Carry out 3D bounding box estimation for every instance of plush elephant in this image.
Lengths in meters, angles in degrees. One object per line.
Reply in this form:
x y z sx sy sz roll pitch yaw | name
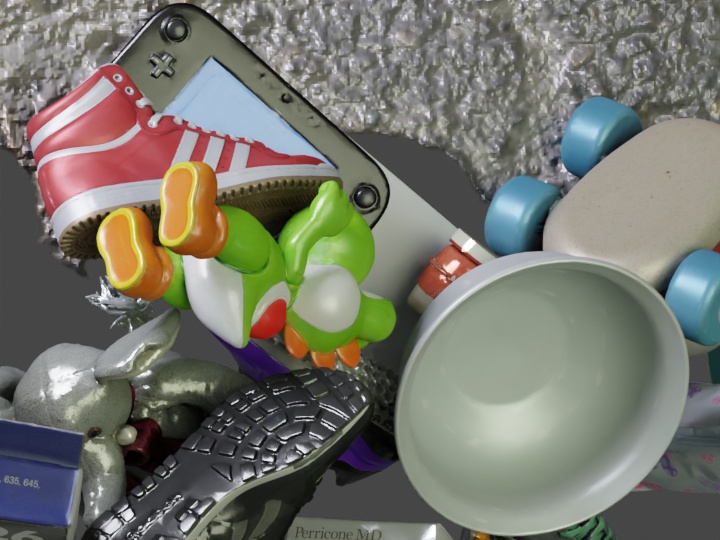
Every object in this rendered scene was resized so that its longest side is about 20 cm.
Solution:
-0.150 0.098 1.404 0.155 0.165 0.200 -12 78 -62 | plush elephant

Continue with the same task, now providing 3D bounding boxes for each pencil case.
0.243 0.115 1.600 0.091 0.200 0.083 21 76 -34 | pencil case

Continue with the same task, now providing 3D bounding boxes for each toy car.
0.214 0.011 1.618 0.177 0.184 0.200 -46 142 -27 | toy car

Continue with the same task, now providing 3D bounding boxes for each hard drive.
0.000 0.000 1.561 0.200 0.027 0.132 39 74 -23 | hard drive

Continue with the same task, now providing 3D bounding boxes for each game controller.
-0.078 -0.079 1.486 0.200 0.042 0.104 41 74 -9 | game controller

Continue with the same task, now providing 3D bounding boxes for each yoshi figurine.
-0.059 -0.013 1.389 0.200 0.112 0.112 23 93 -43 | yoshi figurine

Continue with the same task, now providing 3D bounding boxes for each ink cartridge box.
-0.260 0.132 1.300 0.198 0.200 0.047 10 64 -4 | ink cartridge box

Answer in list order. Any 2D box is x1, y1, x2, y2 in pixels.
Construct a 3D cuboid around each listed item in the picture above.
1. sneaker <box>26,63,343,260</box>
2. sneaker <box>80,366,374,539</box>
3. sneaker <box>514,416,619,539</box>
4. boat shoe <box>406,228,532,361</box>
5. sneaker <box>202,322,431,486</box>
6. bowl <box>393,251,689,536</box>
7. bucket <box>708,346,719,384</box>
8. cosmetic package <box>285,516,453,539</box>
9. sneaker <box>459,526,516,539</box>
-0.113 -0.074 1.432 0.200 0.071 0.113 -7 58 -32 | sneaker
-0.071 0.139 1.356 0.200 0.076 0.088 -36 135 -10 | sneaker
0.144 0.180 1.609 0.074 0.088 0.200 -45 111 -19 | sneaker
0.115 0.047 1.573 0.200 0.071 0.063 37 92 -33 | boat shoe
-0.050 0.083 1.498 0.100 0.070 0.200 -39 122 21 | sneaker
0.106 0.066 1.490 0.201 0.090 0.201 -6 117 -13 | bowl
0.354 0.054 1.658 0.135 0.207 0.207 -3 93 -22 | bucket
-0.002 0.265 1.472 0.081 0.113 0.200 53 40 -57 | cosmetic package
0.109 0.221 1.532 0.077 0.200 0.078 5 105 -13 | sneaker
